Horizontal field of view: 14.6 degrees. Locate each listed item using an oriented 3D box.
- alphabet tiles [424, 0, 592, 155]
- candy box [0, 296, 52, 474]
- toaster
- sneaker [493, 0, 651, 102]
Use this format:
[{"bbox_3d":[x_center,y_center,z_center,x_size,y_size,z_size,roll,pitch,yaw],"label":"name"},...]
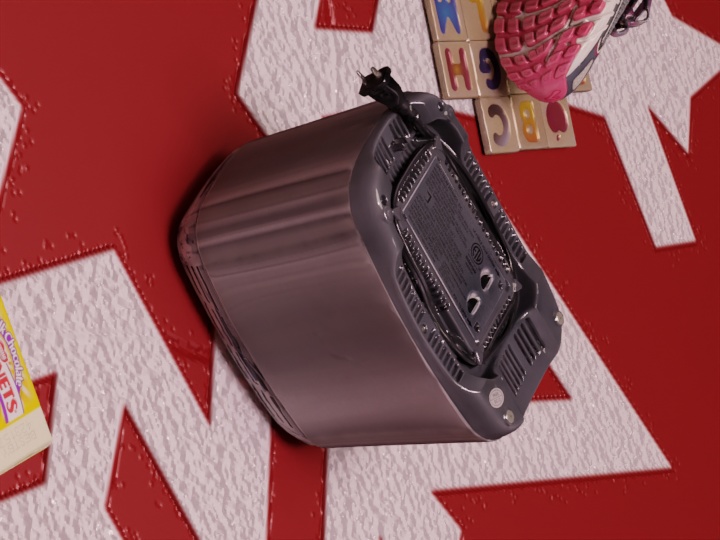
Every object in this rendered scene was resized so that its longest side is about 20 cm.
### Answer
[{"bbox_3d":[0.082,-0.168,1.662,0.166,0.006,0.200,-7,86,-56],"label":"alphabet tiles"},{"bbox_3d":[-0.198,0.000,1.186,0.102,0.026,0.200,-33,107,-57],"label":"candy box"},{"bbox_3d":[0.000,0.000,1.381,0.200,0.129,0.114,59,37,-26],"label":"toaster"},{"bbox_3d":[0.141,-0.165,1.671,0.075,0.081,0.200,58,38,-29],"label":"sneaker"}]
